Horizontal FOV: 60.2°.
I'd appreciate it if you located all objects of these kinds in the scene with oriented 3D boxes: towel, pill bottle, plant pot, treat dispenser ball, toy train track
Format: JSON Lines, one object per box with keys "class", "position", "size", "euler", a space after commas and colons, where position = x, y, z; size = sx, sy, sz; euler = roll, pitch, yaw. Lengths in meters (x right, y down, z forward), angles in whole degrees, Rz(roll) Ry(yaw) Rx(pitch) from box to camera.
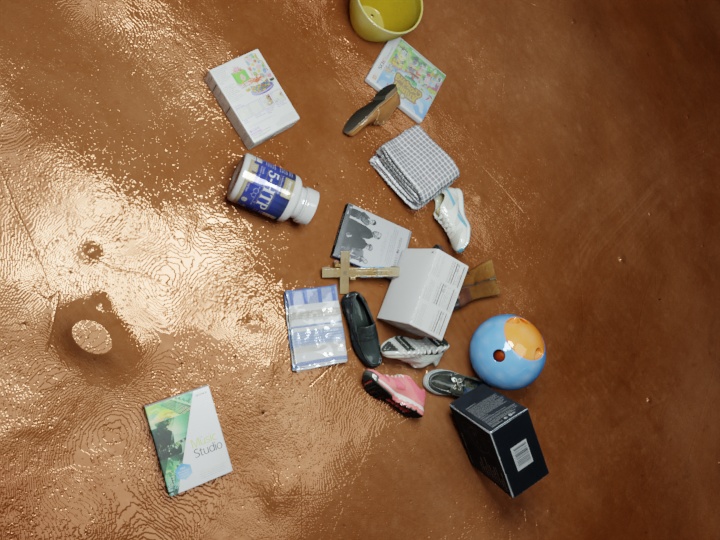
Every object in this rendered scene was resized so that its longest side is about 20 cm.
{"class": "towel", "position": [-0.109, 0.140, 1.527], "size": [0.146, 0.024, 0.201], "euler": [-6, 85, -24]}
{"class": "towel", "position": [0.149, -0.284, 1.668], "size": [0.165, 0.086, 0.200], "euler": [-39, 85, -26]}
{"class": "pill bottle", "position": [-0.206, -0.187, 1.484], "size": [0.199, 0.120, 0.120], "euler": [22, 73, -21]}
{"class": "plant pot", "position": [0.048, -0.700, 1.677], "size": [0.199, 0.142, 0.201], "euler": [5, 79, -25]}
{"class": "treat dispenser ball", "position": [0.392, 0.218, 1.658], "size": [0.200, 0.201, 0.202], "euler": [4, 80, -25]}
{"class": "toy train track", "position": [0.000, 0.000, 1.582], "size": [0.199, 0.033, 0.115], "euler": [0, 112, -9]}

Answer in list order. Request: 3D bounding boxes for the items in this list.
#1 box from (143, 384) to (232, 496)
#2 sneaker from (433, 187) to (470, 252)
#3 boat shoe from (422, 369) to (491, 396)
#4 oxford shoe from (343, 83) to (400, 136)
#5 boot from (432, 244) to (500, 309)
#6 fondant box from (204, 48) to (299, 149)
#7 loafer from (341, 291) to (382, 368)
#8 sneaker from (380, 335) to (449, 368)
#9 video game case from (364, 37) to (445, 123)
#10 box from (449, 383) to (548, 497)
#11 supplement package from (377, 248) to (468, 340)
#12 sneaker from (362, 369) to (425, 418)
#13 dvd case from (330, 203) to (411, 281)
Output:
{"class": "box", "position": [-0.376, 0.369, 1.358], "size": [0.144, 0.036, 0.201], "euler": [-16, 88, -27]}
{"class": "sneaker", "position": [0.246, -0.139, 1.708], "size": [0.080, 0.077, 0.201], "euler": [4, 60, -23]}
{"class": "boat shoe", "position": [0.263, 0.304, 1.663], "size": [0.199, 0.057, 0.069], "euler": [12, 77, -24]}
{"class": "oxford shoe", "position": [0.038, -0.415, 1.670], "size": [0.200, 0.071, 0.071], "euler": [-42, 126, -16]}
{"class": "boot", "position": [0.297, 0.001, 1.724], "size": [0.199, 0.068, 0.189], "euler": [-17, 87, -28]}
{"class": "fondant box", "position": [-0.265, -0.421, 1.529], "size": [0.144, 0.058, 0.201], "euler": [-35, 98, -26]}
{"class": "loafer", "position": [0.008, 0.149, 1.558], "size": [0.068, 0.070, 0.202], "euler": [-20, 91, -27]}
{"class": "sneaker", "position": [0.137, 0.216, 1.601], "size": [0.199, 0.075, 0.081], "euler": [3, 119, -30]}
{"class": "video game case", "position": [0.130, -0.545, 1.758], "size": [0.200, 0.022, 0.183], "euler": [34, 69, -17]}
{"class": "box", "position": [0.348, 0.426, 1.577], "size": [0.124, 0.196, 0.201], "euler": [-27, 108, -17]}
{"class": "supplement package", "position": [0.156, 0.056, 1.579], "size": [0.111, 0.155, 0.201], "euler": [28, 78, -28]}
{"class": "sneaker", "position": [0.087, 0.296, 1.585], "size": [0.200, 0.074, 0.087], "euler": [38, 54, -20]}
{"class": "dvd case", "position": [0.031, -0.071, 1.632], "size": [0.199, 0.025, 0.151], "euler": [23, 73, -21]}
